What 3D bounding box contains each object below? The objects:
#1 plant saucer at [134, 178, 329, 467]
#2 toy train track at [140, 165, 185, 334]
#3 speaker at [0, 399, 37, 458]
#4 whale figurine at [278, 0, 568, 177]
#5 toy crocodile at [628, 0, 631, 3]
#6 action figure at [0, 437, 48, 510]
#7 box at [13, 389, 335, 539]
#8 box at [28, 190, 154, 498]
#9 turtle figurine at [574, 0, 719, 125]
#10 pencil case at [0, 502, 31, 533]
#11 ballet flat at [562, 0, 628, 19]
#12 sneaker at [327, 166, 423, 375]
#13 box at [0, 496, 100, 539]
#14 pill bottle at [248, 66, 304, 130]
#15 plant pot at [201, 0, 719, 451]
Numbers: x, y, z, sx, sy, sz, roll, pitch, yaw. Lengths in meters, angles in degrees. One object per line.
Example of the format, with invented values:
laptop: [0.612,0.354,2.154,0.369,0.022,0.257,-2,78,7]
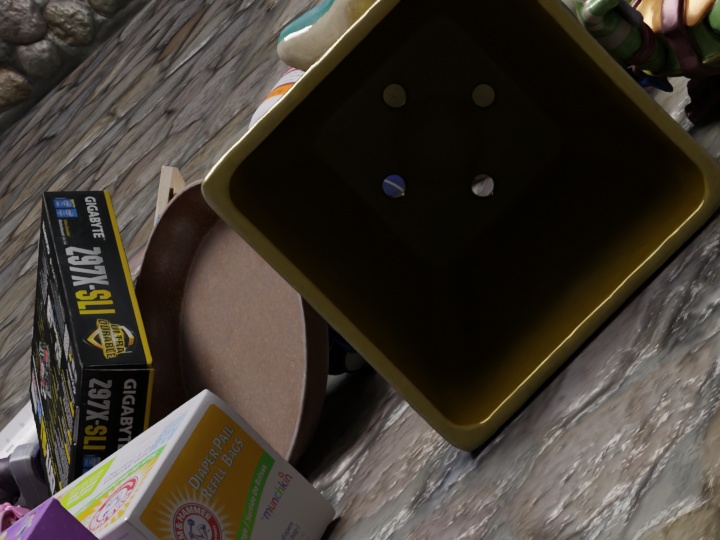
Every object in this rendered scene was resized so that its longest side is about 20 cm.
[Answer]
plant saucer: [-0.074,0.046,1.654,0.034,0.202,0.200,-1,-18,-35]
toy train track: [-0.125,0.021,1.807,0.115,0.032,0.201,102,174,-56]
speaker: [-0.230,0.142,1.986,0.200,0.081,0.081,-47,13,-3]
whale figurine: [0.045,-0.133,1.639,0.159,0.199,0.104,-34,50,40]
toy crocodile: [0.176,-0.214,1.816,0.200,0.062,0.068,-45,13,8]
action figure: [-0.155,0.113,1.874,0.199,0.070,0.130,-24,14,24]
box: [-0.125,0.170,1.514,0.200,0.101,0.113,-35,16,40]
box: [-0.171,0.068,1.741,0.200,0.049,0.161,-111,23,-55]
turtle figurine: [0.176,-0.174,1.446,0.193,0.201,0.144,-3,6,39]
pencil case: [-0.265,0.233,1.822,0.200,0.083,0.087,-40,15,29]
ballet flat: [0.099,-0.115,1.785,0.200,0.069,0.070,-41,13,30]
sneaker: [0.000,0.000,1.659,0.116,0.080,0.200,-61,-6,-18]
box: [-0.174,0.213,1.462,0.200,0.137,0.039,-36,16,40]
pill bottle: [0.016,-0.139,1.984,0.114,0.114,0.200,-27,23,55]
plant pot: [0.047,-0.058,1.469,0.194,0.195,0.200,-45,10,4]
